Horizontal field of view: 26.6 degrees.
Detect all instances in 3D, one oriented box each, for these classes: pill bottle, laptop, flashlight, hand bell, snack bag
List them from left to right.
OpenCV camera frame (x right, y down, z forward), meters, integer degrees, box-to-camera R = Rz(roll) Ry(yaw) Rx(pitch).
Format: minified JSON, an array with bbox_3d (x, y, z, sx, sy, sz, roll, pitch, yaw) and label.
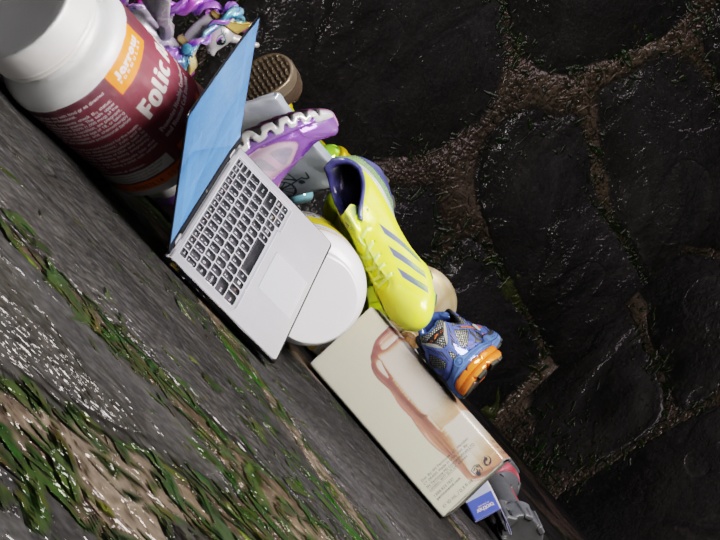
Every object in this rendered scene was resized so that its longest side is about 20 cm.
[{"bbox_3d":[-0.212,-0.155,1.216,0.114,0.114,0.200,48,2,38],"label":"pill bottle"},{"bbox_3d":[-0.131,-0.121,1.596,0.189,0.198,0.022,46,37,-52],"label":"snack bag"},{"bbox_3d":[-0.080,-0.068,1.258,0.200,0.116,0.188,46,33,-15],"label":"laptop"},{"bbox_3d":[-0.053,0.010,1.480,0.113,0.112,0.200,47,2,-11],"label":"pill bottle"},{"bbox_3d":[0.053,0.084,1.739,0.104,0.104,0.200,47,24,-16],"label":"hand bell"},{"bbox_3d":[0.183,0.290,1.883,0.200,0.067,0.069,-119,-156,-72],"label":"flashlight"}]

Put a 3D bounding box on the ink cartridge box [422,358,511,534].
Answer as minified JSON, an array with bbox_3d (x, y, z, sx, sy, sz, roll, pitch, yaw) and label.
[{"bbox_3d":[0.108,0.206,1.740,0.201,0.042,0.119,61,0,-9],"label":"ink cartridge box"}]

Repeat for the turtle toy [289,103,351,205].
[{"bbox_3d":[-0.107,-0.142,1.788,0.145,0.101,0.200,38,-5,-32],"label":"turtle toy"}]

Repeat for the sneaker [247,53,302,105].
[{"bbox_3d":[-0.152,-0.162,1.653,0.076,0.199,0.071,58,8,-67],"label":"sneaker"}]

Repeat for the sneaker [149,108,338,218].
[{"bbox_3d":[-0.105,-0.090,1.473,0.089,0.199,0.080,64,-13,-7],"label":"sneaker"}]

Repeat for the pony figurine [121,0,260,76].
[{"bbox_3d":[-0.234,-0.264,1.675,0.193,0.200,0.167,47,2,-9],"label":"pony figurine"}]

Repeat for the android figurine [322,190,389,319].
[{"bbox_3d":[0.000,0.000,1.650,0.200,0.041,0.184,124,-49,-81],"label":"android figurine"}]

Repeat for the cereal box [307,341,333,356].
[{"bbox_3d":[-0.032,0.075,1.720,0.144,0.039,0.200,50,3,39],"label":"cereal box"}]

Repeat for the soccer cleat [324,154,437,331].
[{"bbox_3d":[0.013,-0.027,1.504,0.083,0.065,0.201,18,44,-50],"label":"soccer cleat"}]

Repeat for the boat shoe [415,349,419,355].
[{"bbox_3d":[-0.009,0.074,1.963,0.200,0.071,0.091,41,0,24],"label":"boat shoe"}]

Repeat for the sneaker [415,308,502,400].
[{"bbox_3d":[0.095,0.071,1.533,0.078,0.075,0.200,45,0,-1],"label":"sneaker"}]

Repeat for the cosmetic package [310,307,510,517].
[{"bbox_3d":[0.052,0.141,1.517,0.200,0.087,0.103,48,3,10],"label":"cosmetic package"}]
